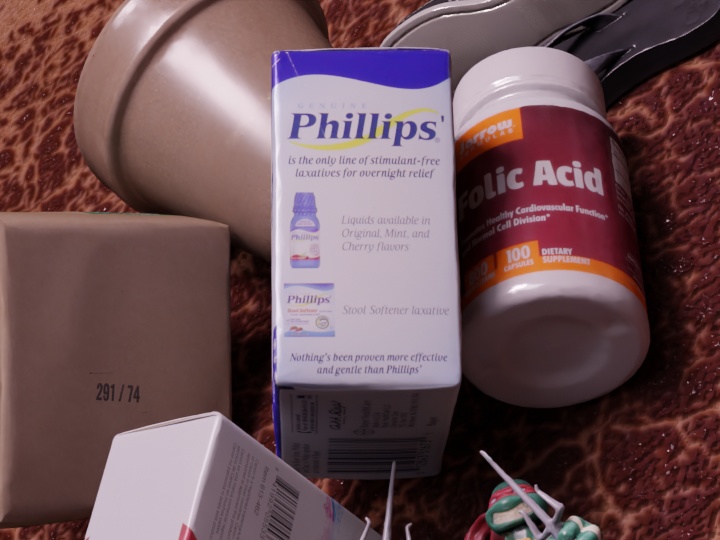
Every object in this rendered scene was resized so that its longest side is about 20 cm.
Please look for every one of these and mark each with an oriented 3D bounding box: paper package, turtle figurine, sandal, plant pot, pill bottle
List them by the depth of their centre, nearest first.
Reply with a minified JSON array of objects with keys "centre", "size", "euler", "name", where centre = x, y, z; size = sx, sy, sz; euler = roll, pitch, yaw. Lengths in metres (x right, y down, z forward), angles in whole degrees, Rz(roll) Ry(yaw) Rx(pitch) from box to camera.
[{"centre":[0.085,0.177,1.100],"size":[0.149,0.100,0.201],"euler":[-35,55,36],"name":"turtle figurine"},{"centre":[0.107,-0.030,1.236],"size":[0.114,0.114,0.201],"euler":[-24,45,24],"name":"pill bottle"},{"centre":[-0.183,0.059,1.312],"size":[0.103,0.199,0.192],"euler":[1,91,42],"name":"paper package"},{"centre":[0.147,-0.138,1.346],"size":[0.200,0.043,0.076],"euler":[-35,41,14],"name":"sandal"},{"centre":[-0.066,-0.093,1.405],"size":[0.200,0.200,0.174],"euler":[-49,57,-2],"name":"plant pot"}]

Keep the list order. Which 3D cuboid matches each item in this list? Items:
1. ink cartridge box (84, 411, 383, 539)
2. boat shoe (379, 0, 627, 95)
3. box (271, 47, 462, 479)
[{"centre":[-0.059,0.193,1.136],"size":[0.082,0.200,0.147],"euler":[-14,49,36],"name":"ink cartridge box"},{"centre":[0.098,-0.182,1.402],"size":[0.199,0.074,0.061],"euler":[-27,35,30],"name":"boat shoe"},{"centre":[0.000,0.000,1.201],"size":[0.104,0.184,0.201],"euler":[0,69,-2],"name":"box"}]
